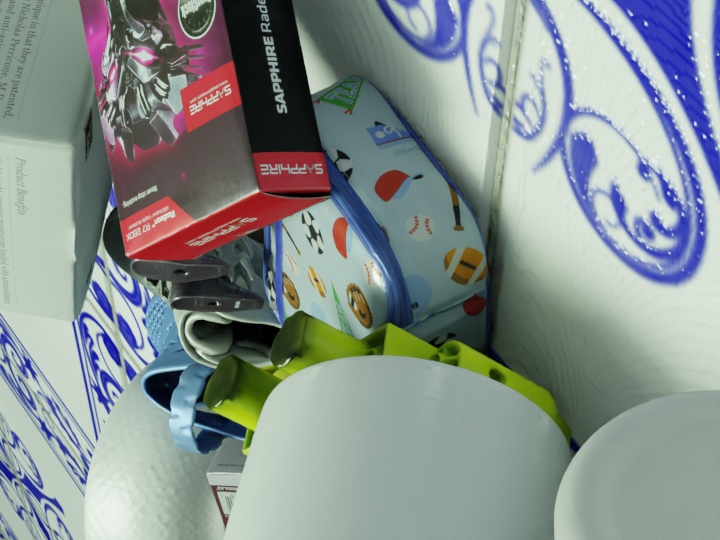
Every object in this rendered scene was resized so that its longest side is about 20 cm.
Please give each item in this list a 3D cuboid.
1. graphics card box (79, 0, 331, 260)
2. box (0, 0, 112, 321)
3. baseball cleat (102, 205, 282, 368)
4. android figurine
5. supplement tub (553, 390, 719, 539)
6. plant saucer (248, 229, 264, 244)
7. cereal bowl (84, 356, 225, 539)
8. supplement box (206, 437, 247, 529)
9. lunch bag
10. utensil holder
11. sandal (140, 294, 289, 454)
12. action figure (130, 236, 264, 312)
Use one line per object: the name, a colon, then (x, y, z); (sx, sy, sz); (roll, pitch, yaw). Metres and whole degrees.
graphics card box: (-0.087, -0.116, 0.884); (0.125, 0.051, 0.200); (-21, 76, 49)
box: (-0.220, -0.107, 1.085); (0.199, 0.131, 0.200); (105, 175, -57)
baseball cleat: (-0.102, 0.005, 1.081); (0.200, 0.106, 0.070); (18, 116, 29)
android figurine: (0.024, 0.090, 0.890); (0.200, 0.041, 0.182); (32, 139, -26)
supplement tub: (0.147, 0.159, 0.719); (0.132, 0.132, 0.200); (43, 153, 39)
plant saucer: (-0.113, -0.035, 1.209); (0.200, 0.034, 0.200); (48, 157, 29)
cereal bowl: (-0.104, 0.157, 1.238); (0.083, 0.200, 0.200); (8, 129, 32)
supplement box: (-0.038, 0.180, 1.194); (0.061, 0.109, 0.200); (0, 127, 20)
lunch bag: (0.000, 0.000, 0.937); (0.160, 0.076, 0.200); (52, 157, 28)
utensil holder: (0.009, 0.164, 0.790); (0.170, 0.170, 0.200); (90, -170, -53)
sandal: (-0.106, 0.062, 1.129); (0.200, 0.087, 0.080); (35, 135, 58)
action figure: (-0.095, -0.079, 1.002); (0.130, 0.069, 0.200); (84, -178, -67)
